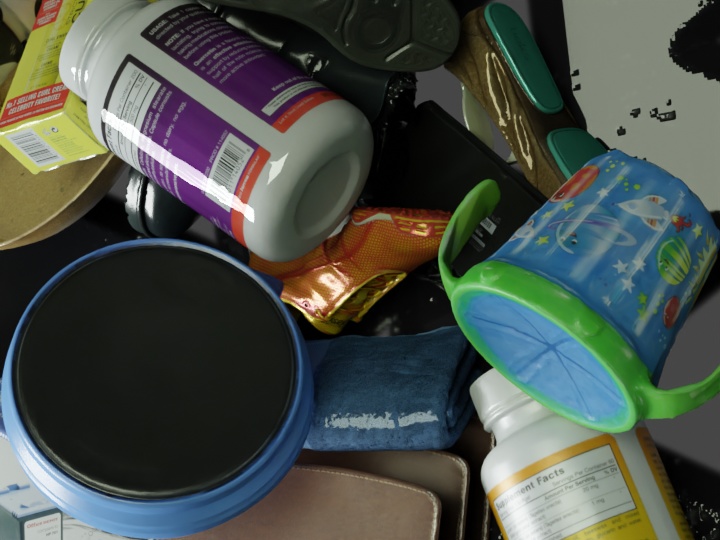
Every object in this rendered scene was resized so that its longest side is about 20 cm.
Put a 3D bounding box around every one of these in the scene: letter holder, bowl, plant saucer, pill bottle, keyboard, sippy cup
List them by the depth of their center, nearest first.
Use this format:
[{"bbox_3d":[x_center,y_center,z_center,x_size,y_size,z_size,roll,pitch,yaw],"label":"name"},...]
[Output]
[{"bbox_3d":[0.144,0.005,1.507,0.178,0.140,0.131,41,71,-8],"label":"sippy cup"},{"bbox_3d":[0.142,0.150,1.580,0.111,0.111,0.201,-27,74,19],"label":"pill bottle"},{"bbox_3d":[-0.128,0.070,1.592,0.199,0.039,0.202,1,62,-1],"label":"bowl"},{"bbox_3d":[-0.095,-0.099,1.609,0.200,0.112,0.113,35,98,24],"label":"pill bottle"},{"bbox_3d":[0.082,-0.021,1.655,0.200,0.039,0.104,46,112,41],"label":"keyboard"},{"bbox_3d":[-0.021,0.148,1.659,0.199,0.100,0.143,4,84,24],"label":"letter holder"},{"bbox_3d":[-0.216,-0.088,1.767,0.199,0.035,0.201,-26,41,25],"label":"plant saucer"}]

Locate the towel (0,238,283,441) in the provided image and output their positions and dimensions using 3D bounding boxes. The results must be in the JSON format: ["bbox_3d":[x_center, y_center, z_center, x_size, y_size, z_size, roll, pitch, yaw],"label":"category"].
[{"bbox_3d":[-0.156,0.055,1.680,0.200,0.024,0.145,-40,30,-20],"label":"towel"}]

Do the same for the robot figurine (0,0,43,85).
[{"bbox_3d":[-0.310,-0.159,1.795,0.150,0.125,0.200,32,80,26],"label":"robot figurine"}]

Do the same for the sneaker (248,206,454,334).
[{"bbox_3d":[0.000,0.000,1.663,0.200,0.073,0.078,-18,75,52],"label":"sneaker"}]

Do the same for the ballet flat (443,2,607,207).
[{"bbox_3d":[0.113,-0.081,1.650,0.072,0.068,0.201,-45,68,35],"label":"ballet flat"}]

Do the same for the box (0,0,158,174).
[{"bbox_3d":[-0.187,-0.164,1.736,0.075,0.050,0.201,-12,49,37],"label":"box"}]

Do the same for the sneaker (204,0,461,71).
[{"bbox_3d":[-0.029,-0.194,1.636,0.198,0.114,0.077,16,113,-9],"label":"sneaker"}]

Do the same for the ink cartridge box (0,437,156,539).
[{"bbox_3d":[-0.185,0.176,1.736,0.146,0.086,0.201,-8,82,23],"label":"ink cartridge box"}]

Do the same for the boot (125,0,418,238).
[{"bbox_3d":[-0.059,-0.079,1.700,0.168,0.076,0.201,30,112,20],"label":"boot"}]

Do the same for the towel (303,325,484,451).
[{"bbox_3d":[-0.024,0.079,1.656,0.199,0.112,0.049,-1,115,18],"label":"towel"}]
